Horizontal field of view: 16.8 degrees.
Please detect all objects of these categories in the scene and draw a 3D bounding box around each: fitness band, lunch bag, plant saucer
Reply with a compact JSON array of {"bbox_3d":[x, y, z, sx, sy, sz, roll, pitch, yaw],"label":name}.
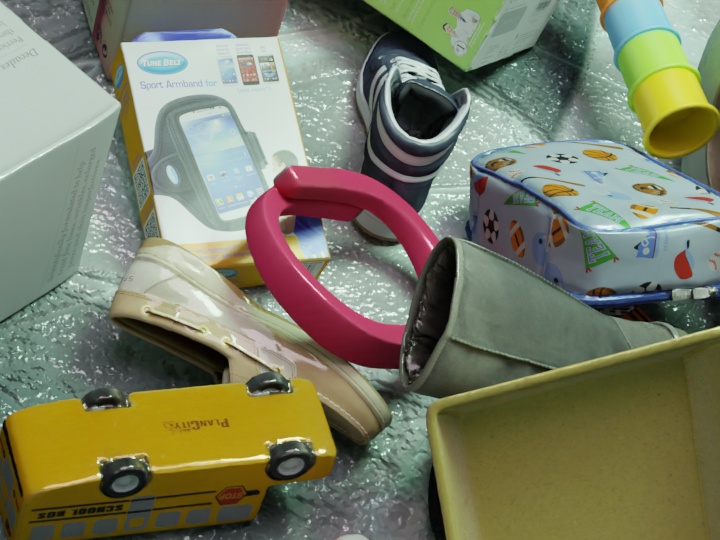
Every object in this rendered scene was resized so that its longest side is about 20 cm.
[{"bbox_3d":[0.000,0.000,1.613,0.199,0.037,0.144,3,54,-57],"label":"fitness band"},{"bbox_3d":[0.174,-0.032,1.687,0.159,0.076,0.200,-5,22,-25],"label":"lunch bag"},{"bbox_3d":[0.143,0.139,1.487,0.198,0.202,0.048,-13,21,-8],"label":"plant saucer"}]

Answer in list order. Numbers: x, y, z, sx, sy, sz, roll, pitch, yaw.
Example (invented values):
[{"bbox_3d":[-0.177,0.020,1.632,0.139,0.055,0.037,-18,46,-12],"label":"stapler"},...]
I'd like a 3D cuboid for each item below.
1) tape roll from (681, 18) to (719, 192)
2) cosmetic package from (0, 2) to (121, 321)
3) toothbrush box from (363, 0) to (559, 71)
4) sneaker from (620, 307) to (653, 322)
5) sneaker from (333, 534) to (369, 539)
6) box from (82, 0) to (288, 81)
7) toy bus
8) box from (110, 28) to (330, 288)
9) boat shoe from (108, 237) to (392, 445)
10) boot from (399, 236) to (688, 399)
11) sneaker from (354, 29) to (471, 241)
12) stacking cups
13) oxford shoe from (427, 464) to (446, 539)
[{"bbox_3d":[0.298,-0.094,1.745,0.070,0.203,0.204,7,47,-13],"label":"tape roll"},{"bbox_3d":[-0.288,-0.075,1.553,0.200,0.165,0.165,39,48,16],"label":"cosmetic package"},{"bbox_3d":[0.047,-0.247,1.847,0.199,0.087,0.145,35,24,15],"label":"toothbrush box"},{"bbox_3d":[0.216,0.065,1.635,0.077,0.112,0.201,-15,56,-30],"label":"sneaker"},{"bbox_3d":[0.001,0.244,1.426,0.104,0.076,0.200,-12,47,-33],"label":"sneaker"},{"bbox_3d":[-0.116,-0.242,1.737,0.127,0.201,0.110,-4,51,-21],"label":"box"},{"bbox_3d":[-0.119,0.117,1.497,0.198,0.079,0.065,-4,50,-22],"label":"toy bus"},{"bbox_3d":[-0.100,-0.085,1.681,0.118,0.042,0.202,-5,68,-22],"label":"box"},{"bbox_3d":[-0.075,0.061,1.576,0.199,0.074,0.069,34,70,1],"label":"boat shoe"},{"bbox_3d":[0.113,0.089,1.523,0.199,0.072,0.184,17,75,-38],"label":"boot"},{"bbox_3d":[0.038,-0.127,1.750,0.069,0.109,0.201,13,46,-7],"label":"sneaker"},{"bbox_3d":[0.205,-0.179,1.803,0.060,0.061,0.201,-3,55,-21],"label":"stacking cups"},{"bbox_3d":[0.096,0.106,1.588,0.084,0.073,0.201,25,48,-5],"label":"oxford shoe"}]
